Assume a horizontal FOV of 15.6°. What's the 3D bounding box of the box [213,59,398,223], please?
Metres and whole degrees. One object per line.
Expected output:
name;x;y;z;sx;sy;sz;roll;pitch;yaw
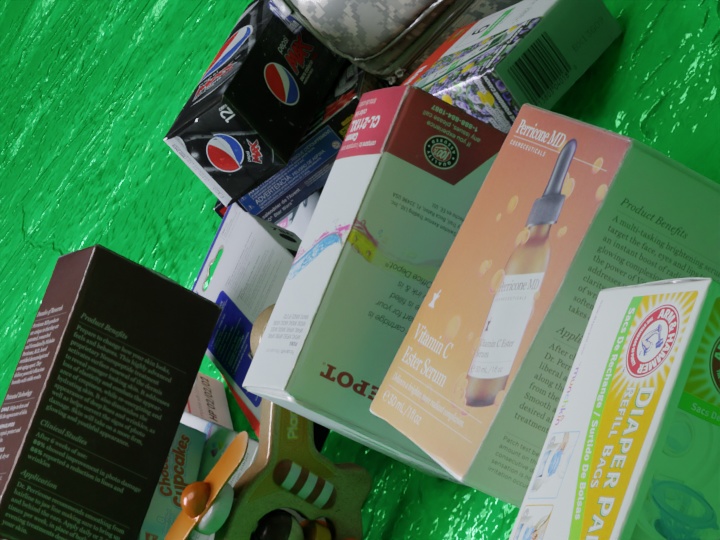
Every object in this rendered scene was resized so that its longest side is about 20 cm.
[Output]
box;-0.033;-0.110;1.909;0.137;0.040;0.200;-37;16;19

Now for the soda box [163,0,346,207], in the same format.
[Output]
soda box;-0.066;-0.133;1.841;0.063;0.071;0.200;-33;18;32

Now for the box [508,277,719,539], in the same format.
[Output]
box;0.150;0.116;1.259;0.101;0.112;0.201;-8;57;64

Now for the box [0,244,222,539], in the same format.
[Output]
box;-0.176;0.095;1.701;0.075;0.100;0.201;-11;55;61

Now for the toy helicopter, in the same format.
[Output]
toy helicopter;-0.055;0.119;1.619;0.079;0.132;0.201;-164;74;-68

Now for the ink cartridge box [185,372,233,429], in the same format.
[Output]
ink cartridge box;-0.152;0.143;1.961;0.200;0.068;0.115;-56;23;19

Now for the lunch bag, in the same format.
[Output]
lunch bag;0.044;-0.224;1.795;0.200;0.167;0.140;-40;32;46

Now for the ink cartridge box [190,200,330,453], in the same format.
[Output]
ink cartridge box;-0.056;0.034;1.733;0.100;0.039;0.200;-65;30;13

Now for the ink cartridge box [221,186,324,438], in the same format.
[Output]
ink cartridge box;-0.060;0.021;1.926;0.174;0.043;0.200;-59;22;9

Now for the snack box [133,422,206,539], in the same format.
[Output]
snack box;-0.175;0.189;1.778;0.200;0.037;0.117;-38;35;48

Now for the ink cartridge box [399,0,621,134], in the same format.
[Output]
ink cartridge box;0.067;-0.119;1.708;0.200;0.050;0.109;-17;24;53

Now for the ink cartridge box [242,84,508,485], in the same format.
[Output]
ink cartridge box;0.037;0.010;1.581;0.083;0.145;0.201;1;66;67

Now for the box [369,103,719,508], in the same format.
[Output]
box;0.114;0.027;1.443;0.201;0.106;0.152;-64;22;1

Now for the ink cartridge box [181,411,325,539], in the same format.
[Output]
ink cartridge box;-0.096;0.182;1.770;0.145;0.084;0.200;-67;21;-5
